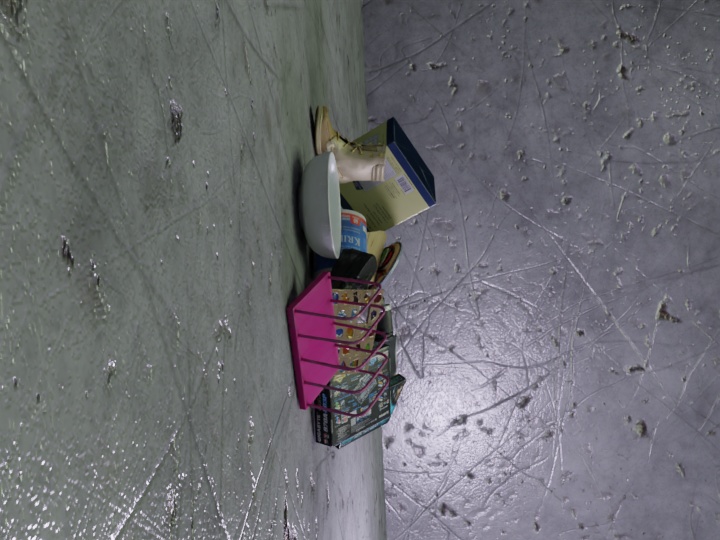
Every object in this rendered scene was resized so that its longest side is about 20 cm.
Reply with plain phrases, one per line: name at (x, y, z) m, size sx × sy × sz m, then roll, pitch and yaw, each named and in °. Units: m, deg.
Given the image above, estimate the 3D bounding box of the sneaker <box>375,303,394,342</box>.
sneaker at (0.007, 0.138, 1.880) m, size 0.200 × 0.071 × 0.100 m, roll -8°, pitch -88°, yaw 52°

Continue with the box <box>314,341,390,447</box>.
box at (-0.013, 0.244, 1.558) m, size 0.200 × 0.046 × 0.160 m, roll -16°, pitch 108°, yaw -51°

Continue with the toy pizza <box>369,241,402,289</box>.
toy pizza at (0.029, 0.005, 1.885) m, size 0.200 × 0.032 × 0.200 m, roll -49°, pitch -167°, yaw 15°

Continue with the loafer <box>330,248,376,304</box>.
loafer at (-0.049, 0.041, 1.476) m, size 0.200 × 0.072 × 0.073 m, roll -51°, pitch 150°, yaw -26°

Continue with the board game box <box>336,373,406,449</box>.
board game box at (0.022, 0.324, 1.802) m, size 0.200 × 0.028 × 0.136 m, roll -16°, pitch 133°, yaw -52°

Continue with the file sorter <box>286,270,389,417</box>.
file sorter at (-0.029, 0.127, 1.324) m, size 0.139 × 0.125 × 0.201 m, roll -47°, pitch 138°, yaw -54°

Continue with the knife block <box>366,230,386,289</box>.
knife block at (0.000, 0.000, 1.808) m, size 0.200 × 0.064 × 0.176 m, roll -11°, pitch 93°, yaw -61°

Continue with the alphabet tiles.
alphabet tiles at (-0.032, 0.116, 1.453) m, size 0.200 × 0.008 × 0.168 m, roll 2°, pitch 102°, yaw -52°

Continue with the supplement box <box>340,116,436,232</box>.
supplement box at (0.048, -0.220, 1.884) m, size 0.200 × 0.199 × 0.134 m, roll 52°, pitch 23°, yaw -28°

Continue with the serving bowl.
serving bowl at (-0.078, -0.120, 1.458) m, size 0.200 × 0.066 × 0.201 m, roll -2°, pitch 90°, yaw -86°

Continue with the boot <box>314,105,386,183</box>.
boot at (-0.021, -0.275, 1.712) m, size 0.073 × 0.155 × 0.200 m, roll -87°, pitch 173°, yaw -51°

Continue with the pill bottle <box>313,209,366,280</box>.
pill bottle at (-0.041, -0.014, 1.584) m, size 0.112 × 0.112 × 0.201 m, roll 77°, pitch 11°, yaw -68°

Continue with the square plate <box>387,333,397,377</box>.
square plate at (0.027, 0.272, 1.971) m, size 0.028 × 0.200 × 0.198 m, roll 43°, pitch 20°, yaw -15°

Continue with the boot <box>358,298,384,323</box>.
boot at (-0.046, 0.113, 1.692) m, size 0.131 × 0.070 × 0.200 m, roll 15°, pitch 110°, yaw -50°
